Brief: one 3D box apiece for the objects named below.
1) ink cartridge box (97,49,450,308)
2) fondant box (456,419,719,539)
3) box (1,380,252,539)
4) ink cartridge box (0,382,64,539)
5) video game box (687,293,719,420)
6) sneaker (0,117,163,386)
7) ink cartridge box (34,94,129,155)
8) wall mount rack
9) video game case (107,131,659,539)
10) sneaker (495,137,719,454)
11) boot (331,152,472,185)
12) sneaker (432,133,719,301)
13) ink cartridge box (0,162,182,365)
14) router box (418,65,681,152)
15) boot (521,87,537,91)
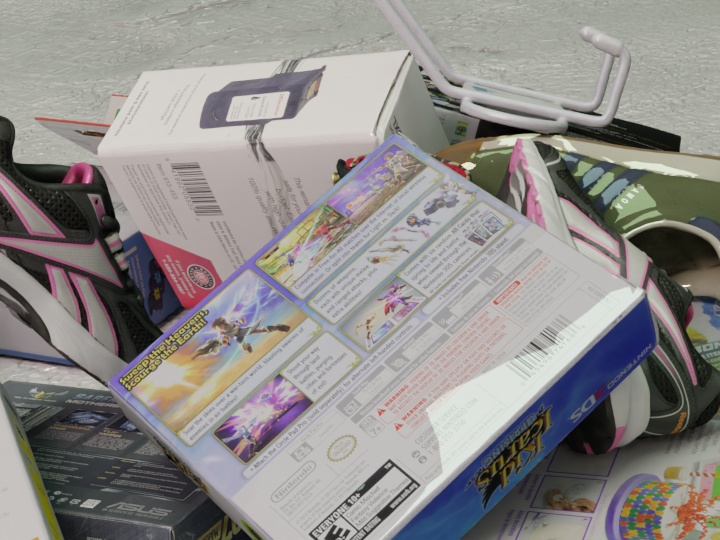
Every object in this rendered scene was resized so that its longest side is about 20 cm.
[{"bbox_3d":[-0.042,-0.053,1.127,0.199,0.145,0.085,-1,45,27],"label":"ink cartridge box"},{"bbox_3d":[0.130,0.125,0.849,0.198,0.059,0.144,2,24,20],"label":"fondant box"},{"bbox_3d":[-0.144,0.113,0.934,0.199,0.051,0.158,5,19,22],"label":"box"},{"bbox_3d":[-0.246,0.128,0.840,0.197,0.047,0.200,-27,39,-5],"label":"ink cartridge box"},{"bbox_3d":[0.197,0.036,1.022,0.199,0.047,0.182,-12,32,-14],"label":"video game box"},{"bbox_3d":[-0.150,-0.008,0.922,0.087,0.200,0.080,-52,37,-6],"label":"sneaker"},{"bbox_3d":[-0.126,-0.090,1.280,0.108,0.051,0.200,9,-12,36],"label":"ink cartridge box"},{"bbox_3d":[0.074,-0.136,1.094,0.172,0.075,0.200,14,10,1],"label":"wall mount rack"},{"bbox_3d":[0.008,0.045,0.846,0.200,0.046,0.181,-41,49,-14],"label":"video game case"},{"bbox_3d":[0.126,0.015,0.925,0.086,0.081,0.201,2,48,-20],"label":"sneaker"},{"bbox_3d":[0.002,0.000,1.047,0.073,0.155,0.203,-24,29,-36],"label":"boot"},{"bbox_3d":[0.127,-0.022,1.006,0.199,0.067,0.090,3,47,7],"label":"sneaker"},{"bbox_3d":[-0.182,-0.014,1.225,0.136,0.077,0.200,8,28,26],"label":"ink cartridge box"},{"bbox_3d":[0.115,-0.083,1.202,0.199,0.051,0.149,16,16,8],"label":"router box"},{"bbox_3d":[0.069,-0.065,1.294,0.185,0.065,0.200,-20,19,2],"label":"boot"}]
